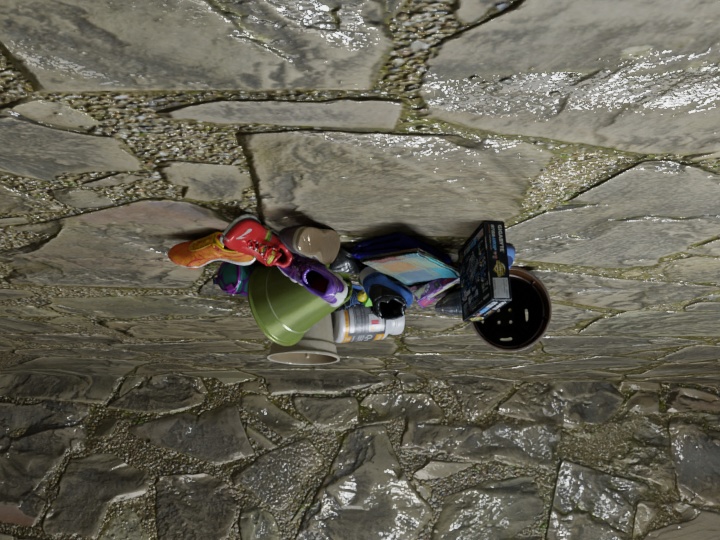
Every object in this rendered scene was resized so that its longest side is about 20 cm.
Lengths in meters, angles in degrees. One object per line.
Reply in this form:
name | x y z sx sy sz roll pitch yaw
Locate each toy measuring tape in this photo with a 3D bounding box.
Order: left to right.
toy measuring tape | 0.080 0.044 1.742 0.197 0.075 0.073 -10 169 -26

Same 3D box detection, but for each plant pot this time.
plant pot | -0.151 0.149 1.861 0.196 0.187 0.201 1 163 0
plant pot | -0.123 0.047 1.566 0.188 0.203 0.199 -24 153 30
plant pot | 0.366 0.107 1.715 0.196 0.204 0.198 -1 170 7

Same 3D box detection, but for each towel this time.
towel | 0.092 -0.025 1.513 0.146 0.051 0.199 -13 158 37
towel | 0.109 -0.006 1.453 0.145 0.022 0.199 -9 162 32

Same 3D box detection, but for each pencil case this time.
pencil case | -0.258 0.033 1.646 0.084 0.094 0.199 -9 161 29

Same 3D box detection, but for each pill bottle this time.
pill bottle | 0.017 0.138 1.921 0.196 0.119 0.116 -2 165 -19

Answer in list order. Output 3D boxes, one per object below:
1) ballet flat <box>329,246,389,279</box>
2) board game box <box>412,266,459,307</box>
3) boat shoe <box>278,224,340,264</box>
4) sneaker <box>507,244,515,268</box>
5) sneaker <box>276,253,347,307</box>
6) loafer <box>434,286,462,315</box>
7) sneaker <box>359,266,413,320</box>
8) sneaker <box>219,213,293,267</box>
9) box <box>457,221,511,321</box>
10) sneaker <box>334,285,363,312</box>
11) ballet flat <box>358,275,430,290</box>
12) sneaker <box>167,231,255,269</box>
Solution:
ballet flat | 0.000 0.000 1.556 0.199 0.057 0.066 27 -168 -45
board game box | 0.186 0.043 1.628 0.118 0.033 0.200 -26 170 5
boat shoe | -0.100 -0.059 1.390 0.064 0.073 0.199 20 -176 21
sneaker | 0.295 0.017 1.542 0.073 0.083 0.201 9 142 -12
sneaker | -0.111 -0.002 1.434 0.199 0.081 0.083 31 180 30
loafer | 0.235 0.077 1.700 0.071 0.074 0.200 -8 175 17
sneaker | 0.073 0.073 1.542 0.076 0.112 0.200 -31 145 14
sneaker | -0.195 -0.051 1.351 0.077 0.085 0.199 -51 153 12
box | 0.254 0.008 1.423 0.045 0.162 0.200 0 163 -8
sneaker | -0.044 0.075 1.797 0.069 0.079 0.199 -10 159 33
ballet flat | 0.094 0.031 1.659 0.196 0.070 0.071 -6 151 10
sneaker | -0.314 -0.052 1.443 0.196 0.074 0.078 -6 142 7
